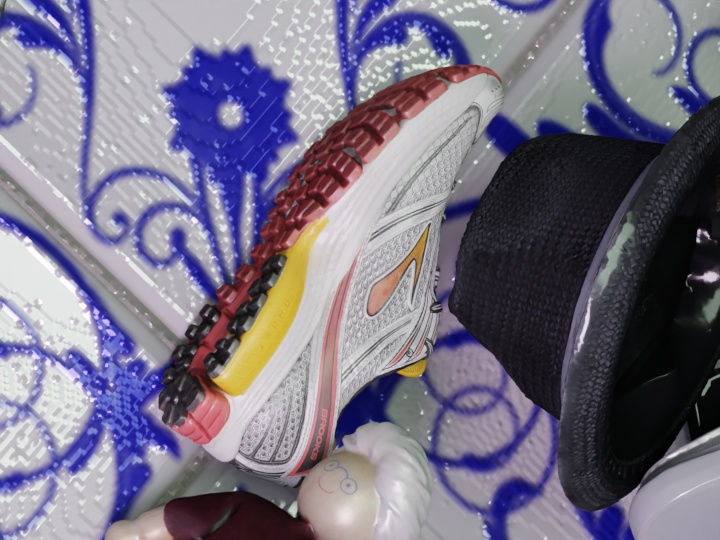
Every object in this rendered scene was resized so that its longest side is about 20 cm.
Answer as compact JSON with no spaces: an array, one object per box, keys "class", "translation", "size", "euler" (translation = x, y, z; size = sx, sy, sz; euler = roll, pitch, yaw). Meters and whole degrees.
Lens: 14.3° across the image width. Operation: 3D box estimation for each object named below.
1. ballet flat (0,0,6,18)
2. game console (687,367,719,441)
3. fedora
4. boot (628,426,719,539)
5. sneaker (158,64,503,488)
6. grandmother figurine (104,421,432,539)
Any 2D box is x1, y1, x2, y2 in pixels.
[{"class":"ballet flat","translation":[-0.162,-0.126,1.130],"size":[0.066,0.057,0.201],"euler":[24,72,-19]},{"class":"game console","translation":[0.260,0.106,1.227],"size":[0.199,0.118,0.171],"euler":[-11,86,-9]},{"class":"fedora","translation":[0.095,0.001,1.186],"size":[0.091,0.201,0.201],"euler":[20,68,21]},{"class":"boot","translation":[0.193,0.055,1.214],"size":[0.199,0.074,0.096],"euler":[-14,51,-14]},{"class":"sneaker","translation":[0.000,0.000,1.182],"size":[0.082,0.078,0.200],"euler":[38,77,-19]},{"class":"grandmother figurine","translation":[-0.054,0.129,1.106],"size":[0.200,0.061,0.121],"euler":[-36,65,-13]}]
